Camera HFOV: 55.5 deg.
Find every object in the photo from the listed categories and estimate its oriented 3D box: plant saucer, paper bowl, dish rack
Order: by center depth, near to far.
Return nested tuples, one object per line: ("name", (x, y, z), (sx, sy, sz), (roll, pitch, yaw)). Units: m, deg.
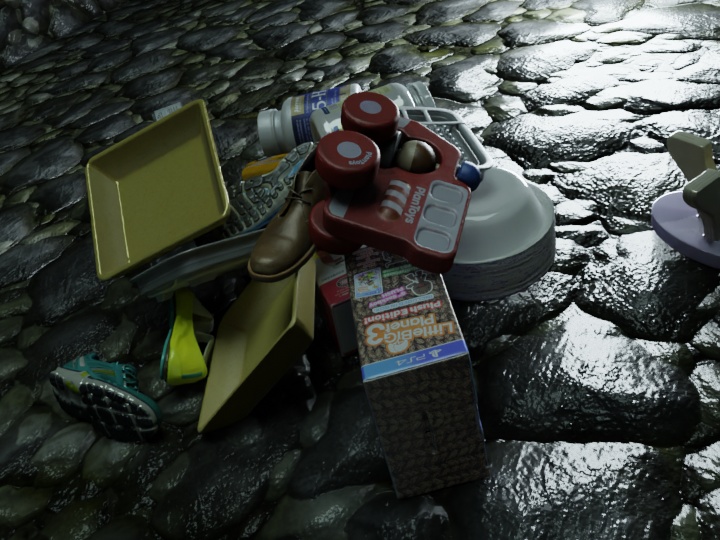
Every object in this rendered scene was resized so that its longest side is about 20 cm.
("plant saucer", (-0.112, 0.071, 0.815), (0.200, 0.048, 0.202), (-48, 24, 26))
("dish rack", (-0.188, -0.009, 0.904), (0.169, 0.045, 0.197), (-18, 1, 45))
("paper bowl", (0.159, -0.061, 0.912), (0.194, 0.107, 0.203), (-9, 36, 7))
("plant saucer", (-0.266, -0.101, 0.919), (0.196, 0.049, 0.204), (-25, 60, 9))
("dish rack", (0.074, -0.164, 0.922), (0.166, 0.045, 0.202), (0, 33, -12))

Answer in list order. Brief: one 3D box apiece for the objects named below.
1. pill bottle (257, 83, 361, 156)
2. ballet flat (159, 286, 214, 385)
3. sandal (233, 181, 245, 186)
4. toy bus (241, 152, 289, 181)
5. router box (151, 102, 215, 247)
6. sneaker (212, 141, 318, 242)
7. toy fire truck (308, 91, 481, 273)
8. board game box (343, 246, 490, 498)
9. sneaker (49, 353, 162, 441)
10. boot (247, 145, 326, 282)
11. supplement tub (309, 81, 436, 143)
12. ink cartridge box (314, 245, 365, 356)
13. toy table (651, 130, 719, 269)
("pill bottle", (-0.087, -0.268, 1.276), (0.193, 0.122, 0.121), (-9, 35, 9))
("ballet flat", (-0.227, 0.082, 0.909), (0.065, 0.069, 0.201), (2, 29, -13))
("sandal", (-0.159, -0.116, 1.063), (0.073, 0.200, 0.046), (-16, 79, -4))
("toy bus", (-0.131, -0.156, 1.142), (0.196, 0.067, 0.078), (-1, 25, 45))
("router box", (-0.256, -0.129, 1.059), (0.051, 0.159, 0.204), (-20, 59, -7))
("sneaker", (-0.115, -0.089, 0.955), (0.196, 0.091, 0.079), (-30, 56, -2))
("toy fire truck", (0.041, -0.091, 0.726), (0.163, 0.114, 0.203), (18, 46, 6))
("board game box", (0.053, 0.089, 0.697), (0.094, 0.163, 0.202), (-14, 34, 2))
("sneaker", (-0.306, 0.144, 0.842), (0.196, 0.080, 0.079), (15, 35, 36))
("boot", (-0.075, -0.070, 0.783), (0.072, 0.077, 0.202), (13, 46, 19))
("supplement tub", (0.025, -0.225, 1.148), (0.195, 0.148, 0.146), (-20, 35, -7))
("ink cartridge box", (0.000, 0.000, 0.906), (0.142, 0.085, 0.201), (-22, 35, -10))
("toy table", (0.445, -0.088, 0.825), (0.183, 0.120, 0.197), (-37, 41, -28))
